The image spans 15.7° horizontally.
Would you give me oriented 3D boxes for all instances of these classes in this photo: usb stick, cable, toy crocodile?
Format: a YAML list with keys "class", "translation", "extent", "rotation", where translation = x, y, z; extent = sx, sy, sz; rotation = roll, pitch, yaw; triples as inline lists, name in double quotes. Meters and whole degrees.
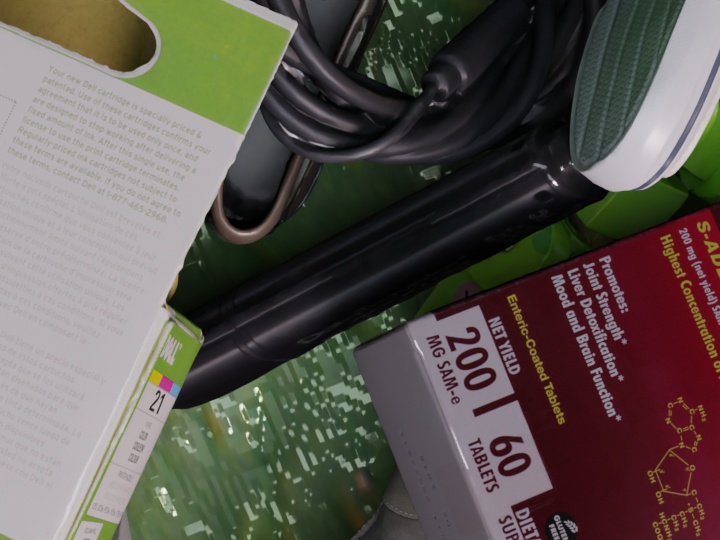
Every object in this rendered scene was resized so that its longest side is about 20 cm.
- class: "usb stick"
  translation: [0.000, 0.000, 0.939]
  extent: [0.200, 0.055, 0.033]
  rotation: [-27, 77, 26]
- class: "cable"
  translation: [0.028, -0.121, 0.908]
  extent: [0.163, 0.051, 0.200]
  rotation: [35, 74, -35]
- class: "toy crocodile"
  translation: [0.090, -0.030, 0.964]
  extent: [0.200, 0.062, 0.067]
  rotation: [-45, 139, 14]

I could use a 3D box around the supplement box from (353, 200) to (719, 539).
- class: "supplement box"
  translation: [0.111, 0.038, 0.898]
  extent: [0.200, 0.061, 0.109]
  rotation: [-21, 87, -22]

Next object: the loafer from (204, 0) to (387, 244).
- class: "loafer"
  translation: [-0.018, -0.103, 0.932]
  extent: [0.072, 0.063, 0.200]
  rotation: [12, 105, -7]

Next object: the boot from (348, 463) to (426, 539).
- class: "boot"
  translation: [0.054, 0.134, 0.982]
  extent: [0.182, 0.073, 0.200]
  rotation: [20, 107, -13]

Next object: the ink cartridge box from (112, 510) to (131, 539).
- class: "ink cartridge box"
  translation: [-0.176, 0.173, 0.959]
  extent: [0.200, 0.146, 0.147]
  rotation: [-8, 107, -1]

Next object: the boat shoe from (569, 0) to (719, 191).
- class: "boat shoe"
  translation: [0.134, -0.107, 0.897]
  extent: [0.067, 0.074, 0.200]
  rotation: [29, 68, -17]

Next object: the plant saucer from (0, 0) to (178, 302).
- class: "plant saucer"
  translation: [-0.147, -0.098, 0.912]
  extent: [0.200, 0.048, 0.200]
  rotation: [8, 106, 13]

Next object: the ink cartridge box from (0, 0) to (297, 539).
- class: "ink cartridge box"
  translation: [-0.120, -0.012, 0.867]
  extent: [0.148, 0.076, 0.200]
  rotation: [24, 84, 9]
